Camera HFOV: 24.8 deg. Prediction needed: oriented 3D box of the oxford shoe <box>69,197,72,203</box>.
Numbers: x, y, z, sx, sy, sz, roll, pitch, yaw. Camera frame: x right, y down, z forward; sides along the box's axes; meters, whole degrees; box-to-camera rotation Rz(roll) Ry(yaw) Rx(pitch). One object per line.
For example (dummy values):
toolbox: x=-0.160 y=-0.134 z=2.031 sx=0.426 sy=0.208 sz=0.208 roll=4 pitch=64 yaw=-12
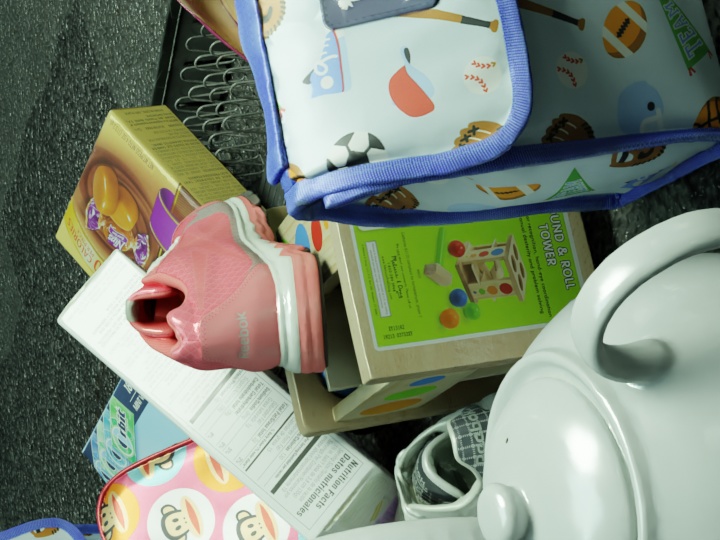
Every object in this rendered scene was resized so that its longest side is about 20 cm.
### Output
oxford shoe: x=-0.200 y=-0.041 z=1.335 sx=0.071 sy=0.075 sz=0.200 roll=-62 pitch=3 yaw=-34

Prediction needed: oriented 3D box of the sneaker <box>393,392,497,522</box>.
sneaker: x=0.049 y=0.116 z=0.894 sx=0.200 sy=0.080 sz=0.077 roll=-57 pitch=47 yaw=55

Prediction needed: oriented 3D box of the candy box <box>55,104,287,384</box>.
candy box: x=-0.114 y=-0.006 z=1.114 sx=0.200 sy=0.056 sz=0.117 roll=47 pitch=124 yaw=25

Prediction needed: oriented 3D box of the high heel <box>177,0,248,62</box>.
high heel: x=-0.058 y=-0.130 z=1.041 sx=0.200 sy=0.096 sz=0.068 roll=61 pitch=146 yaw=39

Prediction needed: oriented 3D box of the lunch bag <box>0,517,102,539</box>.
lunch bag: x=-0.188 y=0.263 z=1.116 sx=0.124 sy=0.200 sz=0.170 roll=-46 pitch=59 yaw=20

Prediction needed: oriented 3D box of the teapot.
teapot: x=0.116 y=0.085 z=0.675 sx=0.197 sy=0.146 sz=0.201 roll=-14 pitch=82 yaw=64

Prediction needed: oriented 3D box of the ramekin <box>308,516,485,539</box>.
ramekin: x=0.022 y=0.196 z=0.843 sx=0.201 sy=0.200 sz=0.098 roll=131 pitch=135 yaw=-56

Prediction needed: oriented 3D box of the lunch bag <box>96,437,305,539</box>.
lunch bag: x=-0.059 y=0.192 z=1.049 sx=0.082 sy=0.176 sz=0.201 roll=48 pitch=-162 yaw=-72

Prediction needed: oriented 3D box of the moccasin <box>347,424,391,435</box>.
moccasin: x=0.001 y=-0.001 z=0.985 sx=0.078 sy=0.073 sz=0.202 roll=41 pitch=141 yaw=44

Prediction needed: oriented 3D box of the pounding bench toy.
pounding bench toy: x=0.021 y=-0.031 z=0.853 sx=0.156 sy=0.124 sz=0.201 roll=135 pitch=125 yaw=-67

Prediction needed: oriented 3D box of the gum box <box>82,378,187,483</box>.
gum box: x=-0.111 y=0.166 z=1.188 sx=0.200 sy=0.044 sz=0.170 roll=51 pitch=146 yaw=11

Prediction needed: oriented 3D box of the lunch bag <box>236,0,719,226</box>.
lunch bag: x=0.045 y=-0.110 z=0.700 sx=0.124 sy=0.199 sz=0.171 roll=-34 pitch=64 yaw=62

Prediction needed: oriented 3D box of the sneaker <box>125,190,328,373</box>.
sneaker: x=-0.082 y=0.005 z=0.841 sx=0.200 sy=0.086 sz=0.074 roll=-151 pitch=56 yaw=-68

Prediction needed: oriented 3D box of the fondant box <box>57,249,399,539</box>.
fondant box: x=-0.069 y=0.083 z=0.966 sx=0.200 sy=0.058 sz=0.144 roll=40 pitch=176 yaw=17

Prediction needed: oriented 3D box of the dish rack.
dish rack: x=-0.092 y=-0.105 z=1.159 sx=0.200 sy=0.054 sz=0.154 roll=-117 pitch=32 yaw=-42
